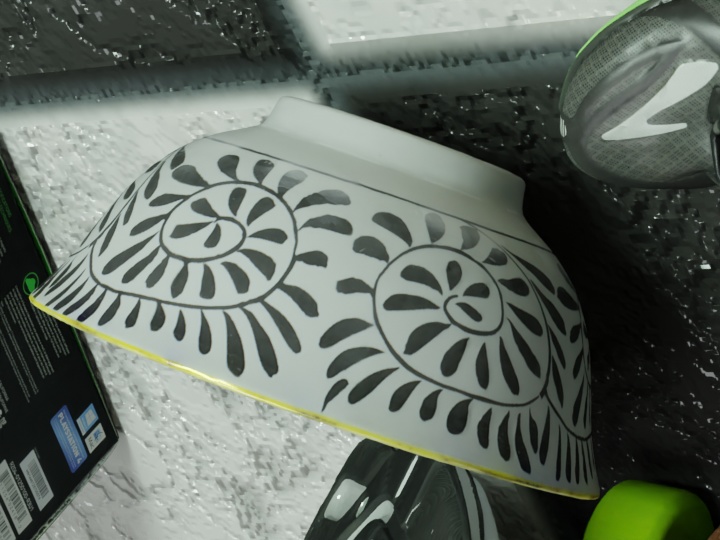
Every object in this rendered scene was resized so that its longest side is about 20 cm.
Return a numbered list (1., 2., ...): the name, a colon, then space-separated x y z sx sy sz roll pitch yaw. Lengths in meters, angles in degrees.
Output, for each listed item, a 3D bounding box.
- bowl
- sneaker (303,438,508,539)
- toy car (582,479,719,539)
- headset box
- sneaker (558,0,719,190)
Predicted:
1. bowl: 0.000 0.000 0.929 0.200 0.094 0.201 20 -179 0
2. sneaker: 0.051 0.116 1.016 0.115 0.076 0.200 30 180 -9
3. toy car: 0.129 0.190 0.950 0.164 0.200 0.158 11 135 34
4. headset box: -0.227 0.021 1.182 0.200 0.093 0.174 11 135 35
5. sneaker: 0.137 -0.037 0.802 0.200 0.084 0.077 8 132 37
